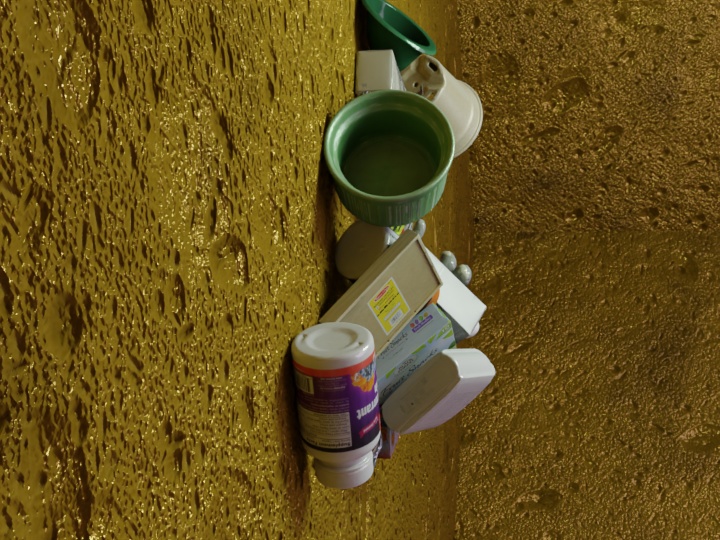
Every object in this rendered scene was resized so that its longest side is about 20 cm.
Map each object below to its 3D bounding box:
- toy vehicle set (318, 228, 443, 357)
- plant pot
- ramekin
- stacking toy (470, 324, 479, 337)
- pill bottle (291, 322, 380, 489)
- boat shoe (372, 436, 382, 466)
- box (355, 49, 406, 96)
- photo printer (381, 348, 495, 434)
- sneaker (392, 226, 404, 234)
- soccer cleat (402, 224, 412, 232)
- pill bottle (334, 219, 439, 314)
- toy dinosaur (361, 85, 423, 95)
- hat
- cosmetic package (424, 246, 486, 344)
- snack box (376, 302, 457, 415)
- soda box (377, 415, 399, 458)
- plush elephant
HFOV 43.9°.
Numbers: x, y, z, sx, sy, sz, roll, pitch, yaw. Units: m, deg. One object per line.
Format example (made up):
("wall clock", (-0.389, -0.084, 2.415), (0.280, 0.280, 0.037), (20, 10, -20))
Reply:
("toy vehicle set", (0.036, 0.048, 1.362), (0.200, 0.026, 0.125), (-46, 136, -14))
("plant pot", (0.146, -0.363, 1.927), (0.183, 0.197, 0.205), (37, 53, -61))
("ramekin", (0.044, -0.166, 1.365), (0.098, 0.195, 0.204), (83, 11, -62))
("stacking toy", (0.145, 0.107, 1.833), (0.146, 0.196, 0.150), (-1, 90, -78))
("pill bottle", (-0.029, 0.182, 1.190), (0.112, 0.109, 0.204), (-64, 151, -65))
("boat shoe", (0.006, 0.277, 1.478), (0.204, 0.063, 0.075), (77, 17, -48))
("box", (0.042, -0.325, 1.648), (0.200, 0.067, 0.084), (48, 43, -74))
("photo printer", (0.141, 0.205, 1.534), (0.070, 0.166, 0.199), (53, 20, 21))
("sneaker", (0.050, -0.142, 1.658), (0.074, 0.082, 0.204), (29, 69, -72))
("soccer cleat", (0.078, -0.114, 1.853), (0.201, 0.067, 0.087), (79, 7, -54))
("pill bottle", (0.053, 0.003, 1.451), (0.199, 0.105, 0.108), (35, 52, -47))
("toy dinosaur", (0.044, -0.244, 1.554), (0.202, 0.132, 0.087), (88, -1, -53))
("hat", (0.033, -0.386, 1.664), (0.177, 0.198, 0.167), (-50, -144, 26))
("cosmetic package", (0.118, 0.044, 1.612), (0.090, 0.200, 0.107), (-48, -177, -39))
("snack box", (0.069, 0.158, 1.508), (0.053, 0.199, 0.143), (47, -9, 28))
("soda box", (0.041, 0.278, 1.657), (0.200, 0.062, 0.070), (-49, 137, -74))
("plush elephant", (0.094, -0.024, 1.740), (0.157, 0.197, 0.165), (63, 6, -15))
